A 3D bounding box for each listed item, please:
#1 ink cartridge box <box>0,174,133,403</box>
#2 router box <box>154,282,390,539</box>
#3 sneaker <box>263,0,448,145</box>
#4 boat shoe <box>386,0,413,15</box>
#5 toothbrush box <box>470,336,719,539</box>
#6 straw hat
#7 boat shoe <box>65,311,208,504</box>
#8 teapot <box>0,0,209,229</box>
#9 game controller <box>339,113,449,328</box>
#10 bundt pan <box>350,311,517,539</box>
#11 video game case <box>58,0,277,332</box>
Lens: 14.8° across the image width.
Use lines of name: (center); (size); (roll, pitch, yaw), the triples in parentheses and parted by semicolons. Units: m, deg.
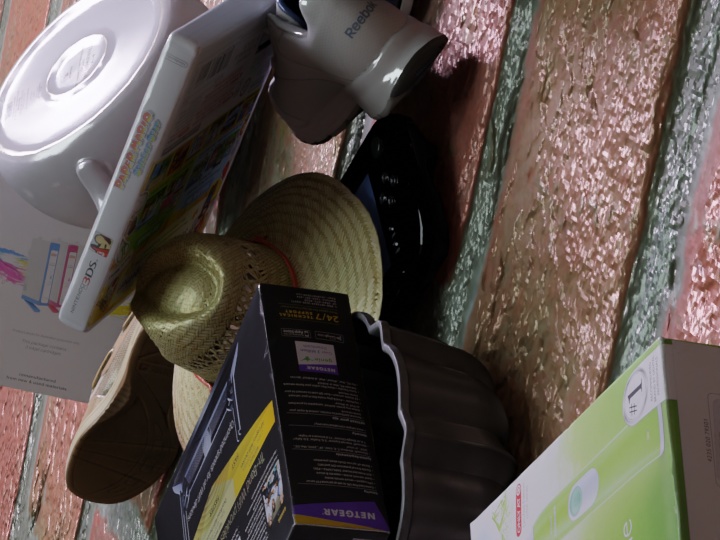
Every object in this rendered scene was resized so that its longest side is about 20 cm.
ink cartridge box: (-0.223, -0.019, 2.080); (0.129, 0.125, 0.200); (-94, 16, -75)
router box: (-0.050, 0.131, 1.425); (0.200, 0.052, 0.157); (116, 154, -43)
sneaker: (-0.017, -0.129, 1.586); (0.075, 0.087, 0.200); (-52, 10, -17)
boat shoe: (-0.017, -0.185, 1.680); (0.200, 0.062, 0.075); (-141, 63, -68)
toothbrush box: (0.121, 0.136, 1.110); (0.200, 0.086, 0.146); (127, 147, -57)
straw hat: (-0.080, 0.020, 1.554); (0.201, 0.085, 0.201); (-30, 50, 44)
boat shoe: (-0.155, 0.086, 1.981); (0.200, 0.071, 0.065); (-59, 22, 34)
teapot: (-0.151, -0.095, 1.923); (0.197, 0.146, 0.200); (14, 63, 54)
game controller: (0.000, 0.000, 1.588); (0.200, 0.042, 0.104); (121, 151, -51)
bundt pan: (0.021, 0.125, 1.418); (0.202, 0.076, 0.202); (-171, 90, -71)
video game case: (-0.100, -0.073, 1.581); (0.182, 0.023, 0.200); (-66, -7, 22)
